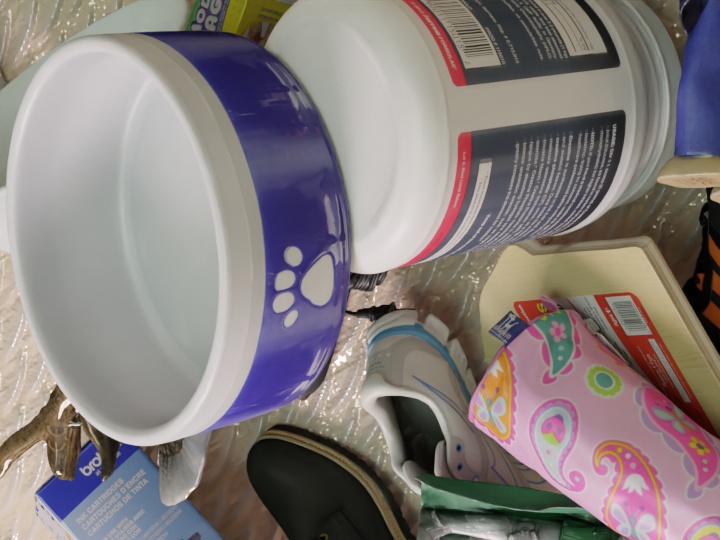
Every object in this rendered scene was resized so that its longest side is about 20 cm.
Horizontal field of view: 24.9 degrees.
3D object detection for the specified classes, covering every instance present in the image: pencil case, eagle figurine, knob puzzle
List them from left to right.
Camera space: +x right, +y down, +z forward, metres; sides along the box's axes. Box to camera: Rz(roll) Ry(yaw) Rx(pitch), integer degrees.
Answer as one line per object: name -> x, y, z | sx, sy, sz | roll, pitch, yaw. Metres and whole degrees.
eagle figurine -> -0.113, 0.050, 0.988 | 0.151, 0.199, 0.153 | -7, 95, 34
knob puzzle -> 0.143, 0.058, 0.931 | 0.219, 0.030, 0.221 | 36, 150, 24
pencil case -> 0.149, 0.100, 0.854 | 0.200, 0.087, 0.088 | 39, 121, 21

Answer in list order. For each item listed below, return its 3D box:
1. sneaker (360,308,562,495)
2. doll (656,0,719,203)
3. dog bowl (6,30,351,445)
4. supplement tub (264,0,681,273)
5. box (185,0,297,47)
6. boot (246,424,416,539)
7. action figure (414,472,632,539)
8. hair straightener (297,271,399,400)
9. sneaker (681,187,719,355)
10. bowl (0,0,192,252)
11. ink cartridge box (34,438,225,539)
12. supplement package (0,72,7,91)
sneaker -> 0.061, 0.124, 0.987 | 0.075, 0.087, 0.200 | -33, 106, 29
doll -> 0.185, -0.140, 0.815 | 0.048, 0.135, 0.202 | -8, 73, 52
dog bowl -> -0.096, -0.018, 0.818 | 0.199, 0.078, 0.202 | 14, 108, 48
supplement tub -> 0.057, -0.081, 0.840 | 0.140, 0.199, 0.142 | 15, 110, 48
box -> -0.050, -0.104, 0.926 | 0.048, 0.117, 0.202 | 30, 105, 42
boot -> -0.028, 0.191, 1.030 | 0.200, 0.138, 0.078 | 40, 125, 20
action figure -> 0.132, 0.156, 0.921 | 0.198, 0.055, 0.118 | 1, 154, 10
hair straightener -> 0.000, 0.000, 1.018 | 0.077, 0.041, 0.201 | 31, 115, 13
sneaker -> 0.203, 0.010, 0.895 | 0.089, 0.070, 0.202 | -17, 102, 27
bowl -> -0.160, -0.072, 0.994 | 0.200, 0.202, 0.091 | -21, 120, 31
ink cartridge box -> -0.149, 0.183, 1.096 | 0.200, 0.076, 0.136 | 46, 162, 3
supplement package -> -0.330, -0.094, 1.047 | 0.110, 0.200, 0.157 | -22, 98, 31
